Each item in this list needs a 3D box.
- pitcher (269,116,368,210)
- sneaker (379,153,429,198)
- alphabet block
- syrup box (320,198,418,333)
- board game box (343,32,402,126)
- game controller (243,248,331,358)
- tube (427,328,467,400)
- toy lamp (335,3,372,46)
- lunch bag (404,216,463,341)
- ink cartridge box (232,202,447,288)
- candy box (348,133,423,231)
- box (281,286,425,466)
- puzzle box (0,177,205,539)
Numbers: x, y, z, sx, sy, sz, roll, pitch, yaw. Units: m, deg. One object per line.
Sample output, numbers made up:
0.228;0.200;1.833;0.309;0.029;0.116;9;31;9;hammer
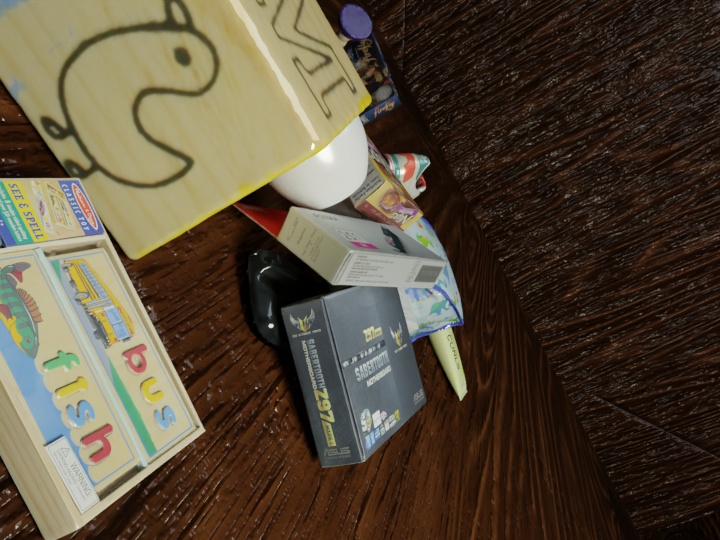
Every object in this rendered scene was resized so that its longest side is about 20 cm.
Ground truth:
-0.095;-0.157;0.664;0.200;0.171;0.121;59;16;-28;pitcher
0.061;-0.120;1.044;0.200;0.093;0.071;105;-30;-56;sneaker
-0.132;-0.161;0.503;0.200;0.195;0.197;57;25;-15;alphabet block
0.000;0.000;0.851;0.081;0.079;0.201;25;42;-63;syrup box
-0.005;-0.387;1.295;0.035;0.135;0.201;39;29;-53;board game box
-0.061;0.053;0.689;0.200;0.042;0.105;38;45;-53;game controller
0.157;0.137;1.162;0.058;0.052;0.201;-16;83;-31;tube
-0.053;-0.313;0.927;0.058;0.200;0.058;7;77;-29;toy lamp
0.072;-0.006;0.990;0.200;0.127;0.171;55;17;-55;lunch bag
-0.019;-0.042;0.709;0.173;0.044;0.200;38;19;30;ink cartridge box
-0.003;-0.149;0.862;0.117;0.056;0.200;30;26;-56;candy box
0.002;0.095;0.670;0.200;0.051;0.158;-12;86;-67;box
-0.178;0.038;0.379;0.201;0.025;0.133;63;17;-1;puzzle box
